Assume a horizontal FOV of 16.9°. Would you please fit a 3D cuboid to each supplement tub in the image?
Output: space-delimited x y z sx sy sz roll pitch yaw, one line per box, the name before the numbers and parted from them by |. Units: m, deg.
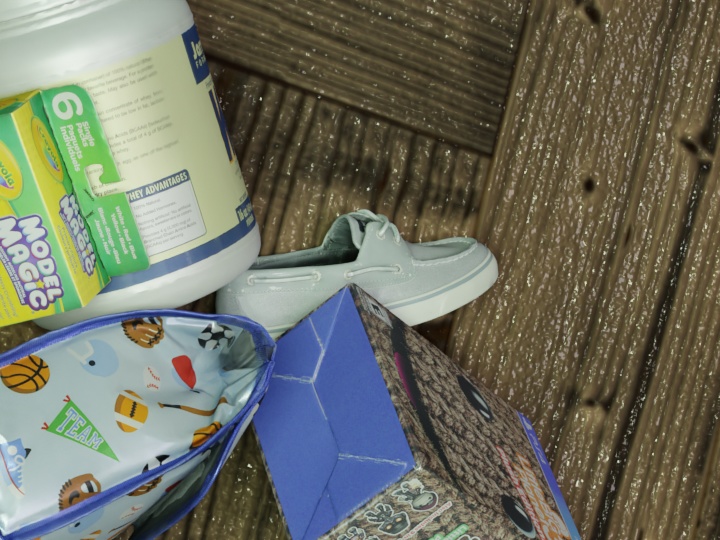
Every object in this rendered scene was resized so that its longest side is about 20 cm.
supplement tub | -0.151 -0.080 1.384 0.145 0.145 0.200 -25 107 -29

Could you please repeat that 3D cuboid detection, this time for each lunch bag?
lunch bag | -0.154 0.101 1.365 0.200 0.170 0.124 -24 80 -30

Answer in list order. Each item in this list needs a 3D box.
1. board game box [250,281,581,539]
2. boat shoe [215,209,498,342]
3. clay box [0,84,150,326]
board game box | 0.036 0.131 1.477 0.097 0.159 0.200 -37 134 16
boat shoe | -0.001 0.000 1.531 0.201 0.070 0.072 -16 107 -28
clay box | -0.224 -0.024 1.320 0.048 0.200 0.115 -52 126 -63
